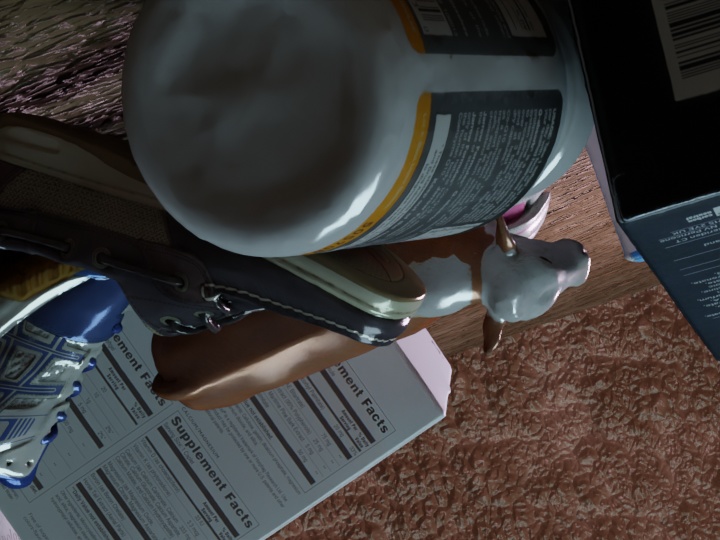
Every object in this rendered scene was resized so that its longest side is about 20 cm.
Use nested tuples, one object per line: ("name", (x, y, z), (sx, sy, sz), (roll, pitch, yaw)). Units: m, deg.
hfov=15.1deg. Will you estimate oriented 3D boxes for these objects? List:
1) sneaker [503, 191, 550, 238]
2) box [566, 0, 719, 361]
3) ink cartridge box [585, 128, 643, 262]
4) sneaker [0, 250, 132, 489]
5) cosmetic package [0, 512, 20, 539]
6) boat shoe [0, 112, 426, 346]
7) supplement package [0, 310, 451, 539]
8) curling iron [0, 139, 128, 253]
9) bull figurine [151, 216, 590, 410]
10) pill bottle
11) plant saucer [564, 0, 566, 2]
("sneaker", (0.074, -0.051, 1.478), (0.081, 0.088, 0.200), (-18, 173, -21))
("box", (0.158, -0.069, 1.087), (0.107, 0.149, 0.200), (-16, 158, 14))
("ink cartridge box", (0.212, -0.090, 1.419), (0.128, 0.125, 0.200), (-24, 172, 29))
("sneaker", (-0.151, 0.044, 1.180), (0.200, 0.088, 0.075), (-30, -166, -6))
("cosmetic package", (-0.262, 0.129, 1.433), (0.165, 0.200, 0.165), (-23, 174, 20))
("boat shoe", (-0.067, -0.005, 1.063), (0.200, 0.065, 0.072), (22, -170, 24))
("supplement package", (-0.079, 0.055, 1.330), (0.200, 0.151, 0.152), (-35, -177, 6))
("curling iron", (-0.145, -0.016, 1.159), (0.050, 0.026, 0.200), (9, -157, 20))
("bull figurine", (0.000, 0.000, 1.171), (0.200, 0.065, 0.121), (-18, -153, 15))
("pill bottle", (0.008, -0.067, 1.017), (0.116, 0.116, 0.200), (-24, 172, 27))
("plant saucer", (0.163, -0.144, 1.215), (0.200, 0.032, 0.200), (-19, 171, -3))
